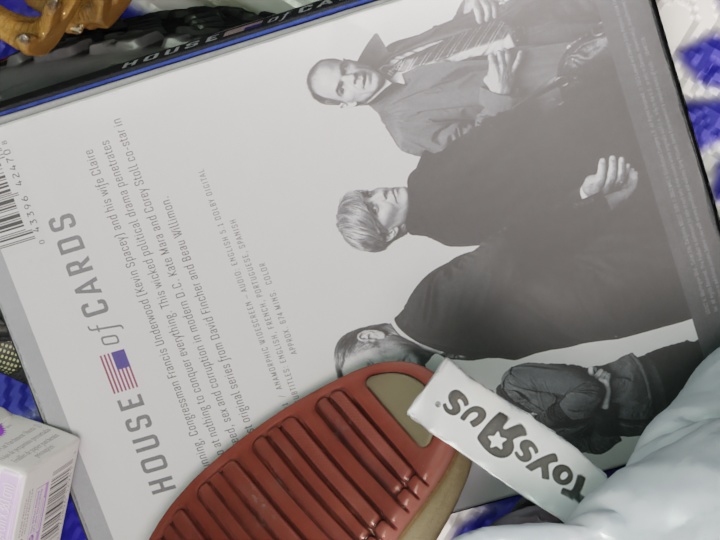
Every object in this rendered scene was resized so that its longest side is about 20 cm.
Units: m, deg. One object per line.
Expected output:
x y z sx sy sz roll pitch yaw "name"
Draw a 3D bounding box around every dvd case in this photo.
0.000 0.000 0.761 0.199 0.025 0.151 -16 107 9 "dvd case"

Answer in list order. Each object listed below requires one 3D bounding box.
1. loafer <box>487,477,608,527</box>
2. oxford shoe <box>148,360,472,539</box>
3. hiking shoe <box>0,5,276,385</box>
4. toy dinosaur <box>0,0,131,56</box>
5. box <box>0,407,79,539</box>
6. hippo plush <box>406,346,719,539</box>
0.080 0.153 0.719 0.072 0.063 0.201 -27 91 51 "loafer"
-0.028 0.113 0.767 0.200 0.075 0.071 -51 42 11 "oxford shoe"
-0.084 -0.020 0.812 0.198 0.076 0.101 -7 102 13 "hiking shoe"
-0.117 -0.099 0.775 0.106 0.200 0.060 40 58 9 "toy dinosaur"
-0.122 0.137 0.780 0.038 0.041 0.201 17 107 16 "box"
0.135 0.042 0.653 0.199 0.160 0.161 35 128 -12 "hippo plush"
